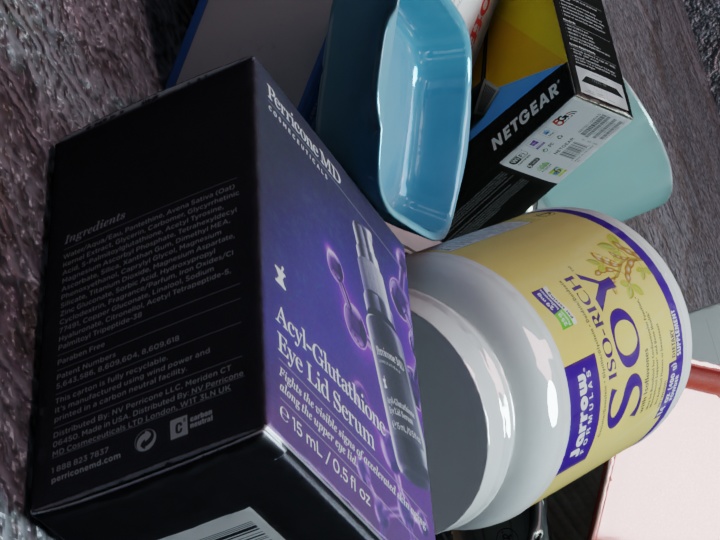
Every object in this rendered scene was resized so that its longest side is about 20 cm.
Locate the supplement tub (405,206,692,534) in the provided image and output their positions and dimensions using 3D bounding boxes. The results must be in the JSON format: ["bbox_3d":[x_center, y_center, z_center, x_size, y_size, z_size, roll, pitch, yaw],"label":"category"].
[{"bbox_3d":[0.070,0.052,0.941,0.200,0.145,0.146,-20,89,-51],"label":"supplement tub"}]

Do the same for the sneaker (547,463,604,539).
[{"bbox_3d":[0.133,0.085,1.134,0.075,0.200,0.105,13,21,-20],"label":"sneaker"}]

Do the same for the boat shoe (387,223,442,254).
[{"bbox_3d":[0.000,0.000,1.008,0.200,0.069,0.057,34,57,-58],"label":"boat shoe"}]

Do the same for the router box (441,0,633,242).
[{"bbox_3d":[0.072,-0.099,1.095,0.051,0.200,0.149,17,48,-32],"label":"router box"}]

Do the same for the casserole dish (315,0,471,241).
[{"bbox_3d":[0.018,-0.081,0.879,0.200,0.039,0.121,26,70,-75],"label":"casserole dish"}]

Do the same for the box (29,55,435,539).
[{"bbox_3d":[-0.050,0.038,0.742,0.148,0.104,0.200,49,27,-45],"label":"box"}]

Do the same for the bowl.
[{"bbox_3d":[0.126,-0.097,1.327,0.201,0.105,0.201,50,-11,14],"label":"bowl"}]

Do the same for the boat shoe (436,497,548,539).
[{"bbox_3d":[0.072,0.123,1.049,0.066,0.074,0.200,57,27,-65],"label":"boat shoe"}]

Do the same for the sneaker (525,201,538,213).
[{"bbox_3d":[0.114,0.001,1.177,0.074,0.087,0.200,-110,-166,-54],"label":"sneaker"}]

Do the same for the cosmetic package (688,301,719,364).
[{"bbox_3d":[0.266,0.134,1.389,0.165,0.200,0.165,32,40,-62],"label":"cosmetic package"}]

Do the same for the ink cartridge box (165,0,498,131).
[{"bbox_3d":[-0.006,-0.132,0.983,0.146,0.084,0.200,-69,159,2],"label":"ink cartridge box"}]

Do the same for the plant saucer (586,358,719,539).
[{"bbox_3d":[0.218,0.159,1.091,0.200,0.037,0.200,13,90,-27],"label":"plant saucer"}]
